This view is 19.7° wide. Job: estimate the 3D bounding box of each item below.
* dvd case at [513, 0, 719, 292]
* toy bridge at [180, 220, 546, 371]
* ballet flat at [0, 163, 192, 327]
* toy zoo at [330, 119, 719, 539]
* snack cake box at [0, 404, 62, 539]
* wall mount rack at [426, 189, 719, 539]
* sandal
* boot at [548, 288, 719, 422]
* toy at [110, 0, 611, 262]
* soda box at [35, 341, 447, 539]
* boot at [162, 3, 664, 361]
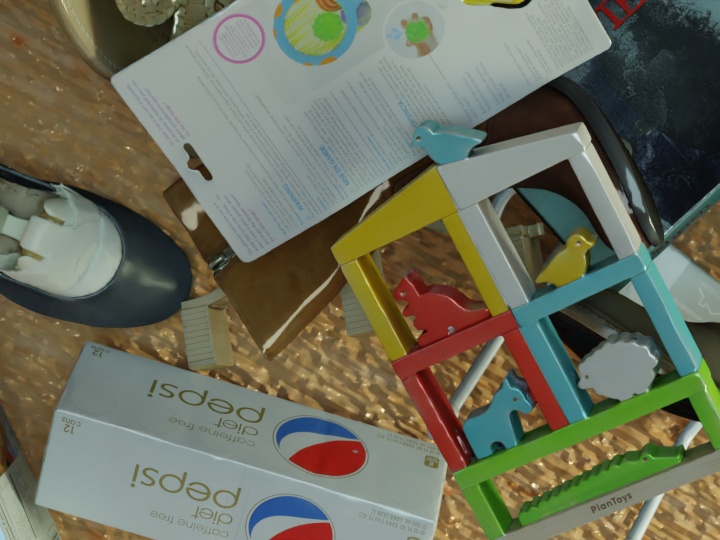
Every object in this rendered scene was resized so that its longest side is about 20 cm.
[{"bbox_3d":[0.112,-0.108,1.027,0.146,0.022,0.200,-42,69,6],"label":"dvd case"},{"bbox_3d":[0.000,0.000,1.046,0.199,0.027,0.068,-13,81,22],"label":"toy bridge"},{"bbox_3d":[-0.182,-0.022,1.056,0.199,0.073,0.073,24,96,-2],"label":"ballet flat"},{"bbox_3d":[0.074,0.021,0.947,0.131,0.020,0.201,-25,99,22],"label":"toy zoo"},{"bbox_3d":[-0.216,0.096,1.047,0.067,0.115,0.201,-23,95,3],"label":"snack cake box"},{"bbox_3d":[0.133,0.045,1.056,0.200,0.075,0.174,37,96,-3],"label":"wall mount rack"},{"bbox_3d":[-0.078,-0.115,0.977,0.069,0.212,0.078,-6,69,14],"label":"sandal"},{"bbox_3d":[0.188,0.032,0.997,0.199,0.075,0.097,28,80,-9],"label":"boot"},{"bbox_3d":[0.000,-0.102,0.947,0.199,0.047,0.115,-29,118,11],"label":"toy"},{"bbox_3d":[-0.059,0.105,1.061,0.199,0.068,0.064,16,120,-1],"label":"soda box"},{"bbox_3d":[0.023,-0.029,0.988,0.200,0.068,0.188,-40,72,5],"label":"boot"}]
